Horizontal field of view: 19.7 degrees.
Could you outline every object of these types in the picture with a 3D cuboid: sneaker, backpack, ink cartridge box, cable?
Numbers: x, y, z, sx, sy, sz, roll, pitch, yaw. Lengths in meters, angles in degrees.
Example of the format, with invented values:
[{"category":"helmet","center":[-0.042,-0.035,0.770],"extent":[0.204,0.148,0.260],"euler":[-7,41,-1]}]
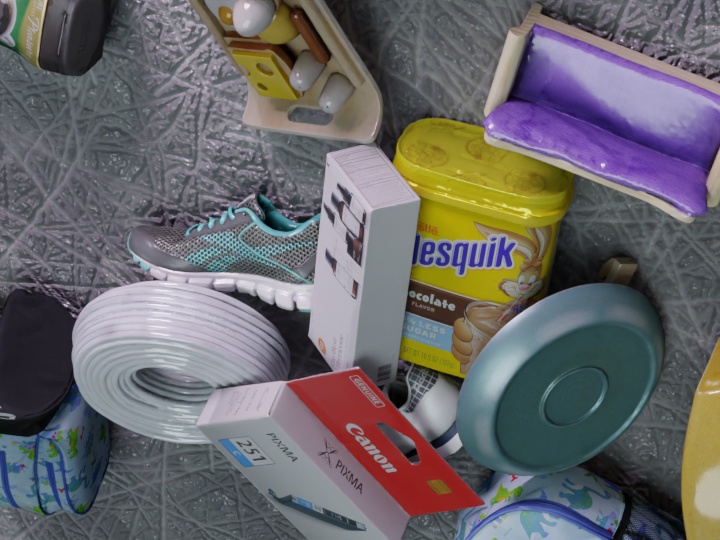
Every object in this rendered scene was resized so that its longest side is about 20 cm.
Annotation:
[{"category":"sneaker","center":[0.022,0.138,1.853],"extent":[0.080,0.077,0.200],"euler":[35,137,-18]},{"category":"sneaker","center":[-0.108,-0.028,1.827],"extent":[0.199,0.078,0.092],"euler":[10,109,11]},{"category":"backpack","center":[0.181,0.270,1.836],"extent":[0.200,0.147,0.183],"euler":[33,127,-8]},{"category":"backpack","center":[-0.305,0.146,1.958],"extent":[0.153,0.164,0.200],"euler":[17,134,-7]},{"category":"ink cartridge box","center":[-0.018,0.171,1.808],"extent":[0.176,0.045,0.200],"euler":[-12,132,41]},{"category":"cable","center":[-0.164,0.084,1.865],"extent":[0.199,0.070,0.200],"euler":[-6,146,26]}]

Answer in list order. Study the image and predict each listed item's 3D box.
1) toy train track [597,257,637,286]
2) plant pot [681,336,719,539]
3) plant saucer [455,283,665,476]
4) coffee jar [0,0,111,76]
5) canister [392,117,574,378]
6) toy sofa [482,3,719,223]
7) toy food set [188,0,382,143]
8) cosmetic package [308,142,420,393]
[{"category":"toy train track","center":[0.179,0.071,1.774],"extent":[0.033,0.114,0.201],"euler":[44,121,38]},{"category":"plant pot","center":[0.360,0.149,1.680],"extent":[0.195,0.194,0.201],"euler":[-11,110,27]},{"category":"plant saucer","center":[0.174,0.100,1.735],"extent":[0.199,0.027,0.201],"euler":[-17,133,-19]},{"category":"coffee jar","center":[-0.305,-0.240,1.749],"extent":[0.199,0.085,0.105],"euler":[22,123,8]},{"category":"canister","center":[0.093,-0.012,1.740],"extent":[0.148,0.087,0.201],"euler":[16,127,12]},{"category":"toy sofa","center":[0.200,-0.123,1.619],"extent":[0.199,0.098,0.083],"euler":[23,127,8]},{"category":"toy food set","center":[-0.083,-0.178,1.663],"extent":[0.143,0.061,0.200],"euler":[10,148,37]},{"category":"cosmetic package","center":[0.000,0.000,1.726],"extent":[0.050,0.083,0.201],"euler":[-13,133,-22]}]
